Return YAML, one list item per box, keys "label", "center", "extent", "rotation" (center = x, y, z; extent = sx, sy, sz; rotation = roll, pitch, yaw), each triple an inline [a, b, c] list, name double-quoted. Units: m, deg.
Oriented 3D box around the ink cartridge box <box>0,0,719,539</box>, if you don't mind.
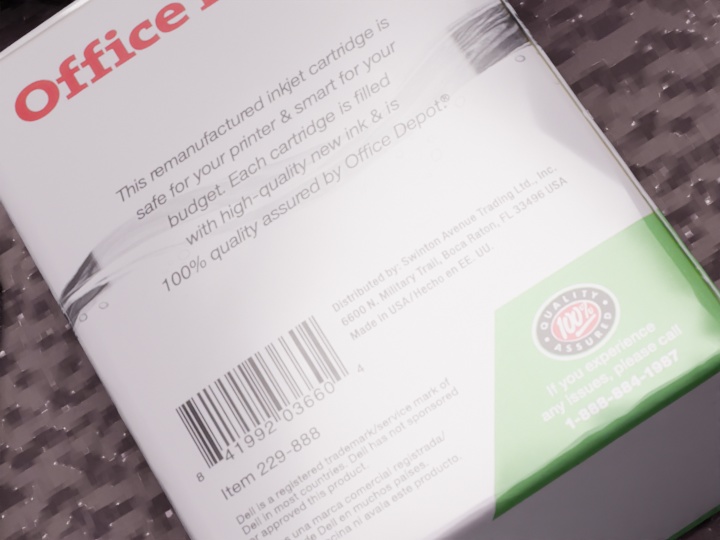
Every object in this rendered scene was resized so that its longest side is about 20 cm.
- label: "ink cartridge box"
  center: [0.000, 0.000, 0.783]
  extent: [0.146, 0.084, 0.200]
  rotation: [-33, 60, 1]
